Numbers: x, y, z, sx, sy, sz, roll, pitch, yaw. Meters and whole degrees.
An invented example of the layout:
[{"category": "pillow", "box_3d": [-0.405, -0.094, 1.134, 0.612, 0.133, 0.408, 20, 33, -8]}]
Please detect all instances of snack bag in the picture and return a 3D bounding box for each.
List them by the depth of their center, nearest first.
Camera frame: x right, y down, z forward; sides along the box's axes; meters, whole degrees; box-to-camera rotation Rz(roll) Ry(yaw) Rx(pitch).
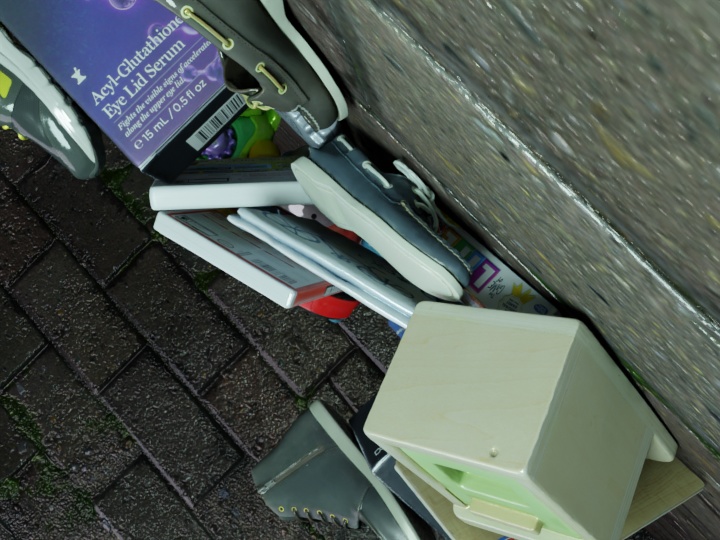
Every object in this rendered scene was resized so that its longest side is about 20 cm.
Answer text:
[{"category": "snack bag", "box_3d": [0.000, 0.000, 0.763, 0.187, 0.022, 0.200, 30, -172, 11]}]

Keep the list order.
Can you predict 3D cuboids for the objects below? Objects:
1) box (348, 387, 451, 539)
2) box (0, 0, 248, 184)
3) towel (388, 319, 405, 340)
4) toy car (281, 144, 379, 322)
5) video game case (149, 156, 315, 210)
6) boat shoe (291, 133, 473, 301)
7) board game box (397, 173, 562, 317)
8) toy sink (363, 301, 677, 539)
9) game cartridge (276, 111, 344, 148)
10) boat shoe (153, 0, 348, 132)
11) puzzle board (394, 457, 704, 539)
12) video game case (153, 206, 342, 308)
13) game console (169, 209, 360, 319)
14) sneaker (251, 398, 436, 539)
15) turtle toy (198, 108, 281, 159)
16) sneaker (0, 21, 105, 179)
[{"category": "box", "box_3d": [0.129, 0.161, 0.873, 0.200, 0.197, 0.117, 45, -179, -18]}, {"category": "box", "box_3d": [-0.174, -0.191, 0.696, 0.200, 0.148, 0.104, 45, 180, 1]}, {"category": "towel", "box_3d": [0.139, 0.102, 1.059, 0.144, 0.024, 0.200, -7, -144, -35]}, {"category": "toy car", "box_3d": [-0.061, -0.072, 1.042, 0.184, 0.177, 0.200, 35, 164, 16]}, {"category": "video game case", "box_3d": [-0.088, -0.084, 0.837, 0.182, 0.198, 0.023, -119, 27, -74]}, {"category": "boat shoe", "box_3d": [0.023, -0.046, 0.680, 0.200, 0.062, 0.075, 39, 165, 46]}, {"category": "board game box", "box_3d": [0.102, 0.015, 0.733, 0.200, 0.034, 0.134, 46, 180, 41]}, {"category": "toy sink", "box_3d": [0.118, 0.123, 0.629, 0.130, 0.113, 0.200, 6, 152, 42]}, {"category": "game cartridge", "box_3d": [-0.089, -0.184, 0.814, 0.200, 0.041, 0.133, 46, 176, 4]}, {"category": "boat shoe", "box_3d": [-0.069, -0.144, 0.591, 0.072, 0.061, 0.201, 46, 180, 30]}, {"category": "puzzle board", "box_3d": [0.149, 0.166, 0.720, 0.151, 0.199, 0.018, 46, 148, 41]}, {"category": "video game case", "box_3d": [-0.073, -0.020, 0.811, 0.142, 0.018, 0.200, 29, -163, 18]}, {"category": "game console", "box_3d": [-0.078, -0.022, 0.887, 0.199, 0.031, 0.177, 27, -161, 8]}, {"category": "sneaker", "box_3d": [-0.015, 0.230, 0.858, 0.200, 0.106, 0.075, 47, -178, 31]}, {"category": "turtle toy", "box_3d": [-0.148, -0.153, 1.007, 0.100, 0.201, 0.146, 14, -143, -26]}, {"category": "sneaker", "box_3d": [-0.281, -0.137, 0.688, 0.200, 0.085, 0.074, 47, 180, -5]}]
